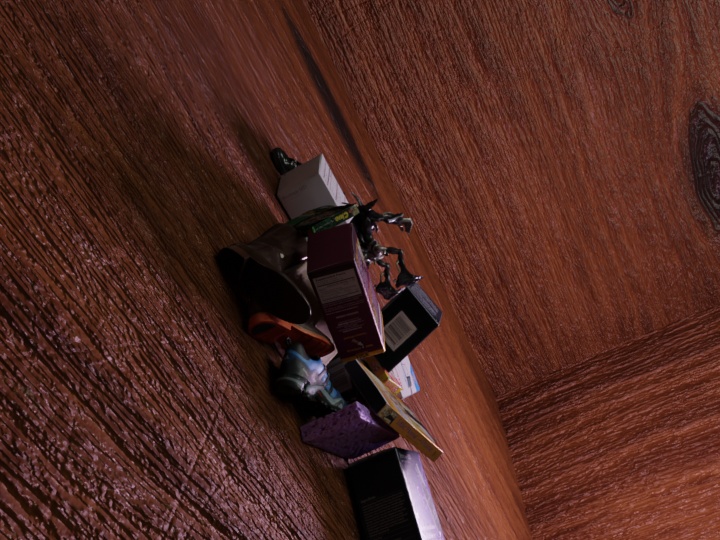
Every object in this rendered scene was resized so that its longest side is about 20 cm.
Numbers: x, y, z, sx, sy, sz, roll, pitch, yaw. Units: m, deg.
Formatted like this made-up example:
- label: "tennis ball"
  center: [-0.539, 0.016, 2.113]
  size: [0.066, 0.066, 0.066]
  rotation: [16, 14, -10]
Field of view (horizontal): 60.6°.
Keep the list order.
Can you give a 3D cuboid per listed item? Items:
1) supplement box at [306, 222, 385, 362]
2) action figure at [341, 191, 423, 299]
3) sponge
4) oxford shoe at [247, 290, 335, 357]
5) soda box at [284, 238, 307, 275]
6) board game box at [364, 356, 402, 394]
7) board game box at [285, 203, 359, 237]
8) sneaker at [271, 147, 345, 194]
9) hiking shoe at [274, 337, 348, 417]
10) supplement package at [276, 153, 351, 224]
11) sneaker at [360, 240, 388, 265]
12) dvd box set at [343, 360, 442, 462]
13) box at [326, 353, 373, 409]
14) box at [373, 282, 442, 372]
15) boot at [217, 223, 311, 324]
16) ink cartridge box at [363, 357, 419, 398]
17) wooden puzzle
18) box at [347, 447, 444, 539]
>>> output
- label: "supplement box"
  center: [-0.023, 0.040, 1.054]
  size: [0.112, 0.083, 0.204]
  rotation: [-94, 168, -55]
- label: "action figure"
  center: [0.037, -0.053, 1.154]
  size: [0.100, 0.118, 0.205]
  rotation: [-8, 67, -48]
- label: "sponge"
  center: [-0.012, 0.281, 1.067]
  size: [0.200, 0.109, 0.031]
  rotation: [45, 21, -57]
- label: "oxford shoe"
  center: [-0.110, 0.091, 1.032]
  size: [0.199, 0.070, 0.074]
  rotation: [37, 32, -48]
- label: "soda box"
  center: [-0.119, -0.024, 1.250]
  size: [0.069, 0.062, 0.203]
  rotation: [56, 18, -35]
- label: "board game box"
  center: [0.017, 0.167, 1.310]
  size: [0.202, 0.030, 0.096]
  rotation: [54, 4, 31]
- label: "board game box"
  center: [-0.091, -0.091, 1.165]
  size: [0.198, 0.103, 0.024]
  rotation: [2, -59, 60]
- label: "sneaker"
  center: [-0.123, -0.229, 1.484]
  size: [0.202, 0.102, 0.061]
  rotation: [58, 16, -33]
- label: "hiking shoe"
  center: [-0.069, 0.189, 1.033]
  size: [0.200, 0.072, 0.089]
  rotation: [50, 41, -53]
- label: "supplement package"
  center: [-0.094, -0.140, 1.429]
  size: [0.203, 0.114, 0.119]
  rotation: [59, 15, -27]
- label: "sneaker"
  center: [0.000, 0.000, 1.253]
  size: [0.078, 0.136, 0.204]
  rotation: [-90, 157, -61]
- label: "dvd box set"
  center: [0.060, 0.253, 1.127]
  size: [0.200, 0.029, 0.146]
  rotation: [47, 0, -36]
- label: "box"
  center: [-0.008, 0.238, 1.240]
  size: [0.200, 0.073, 0.103]
  rotation: [43, 25, -56]
- label: "box"
  center: [0.089, 0.112, 1.312]
  size: [0.105, 0.148, 0.200]
  rotation: [47, 8, 4]
- label: "boot"
  center: [-0.116, -0.005, 1.027]
  size: [0.185, 0.065, 0.199]
  rotation: [38, 24, 10]
- label: "ink cartridge box"
  center: [0.065, 0.244, 1.491]
  size: [0.151, 0.084, 0.199]
  rotation: [69, 13, 11]
- label: "wooden puzzle"
  center: [-0.073, 0.063, 1.149]
  size: [0.199, 0.045, 0.190]
  rotation: [-39, 118, -43]
- label: "box"
  center: [0.070, 0.438, 1.114]
  size: [0.148, 0.102, 0.206]
  rotation: [38, 32, -62]
